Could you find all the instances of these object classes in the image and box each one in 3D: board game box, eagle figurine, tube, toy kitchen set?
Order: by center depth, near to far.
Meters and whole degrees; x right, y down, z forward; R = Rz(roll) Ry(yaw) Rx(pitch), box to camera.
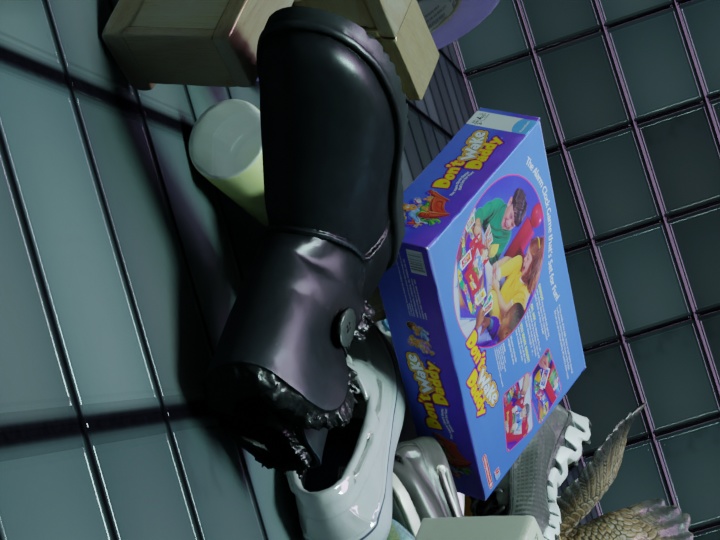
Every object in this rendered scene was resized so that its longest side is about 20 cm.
[{"bbox_3d":[-0.079,-0.136,1.145,0.181,0.162,0.200,-68,148,-31],"label":"toy kitchen set"},{"bbox_3d":[0.076,0.022,1.209,0.135,0.045,0.201,-47,137,-37],"label":"board game box"},{"bbox_3d":[-0.044,-0.045,1.222,0.058,0.052,0.200,-61,154,-5],"label":"tube"},{"bbox_3d":[0.164,0.208,1.576,0.152,0.199,0.152,52,20,-71],"label":"eagle figurine"}]

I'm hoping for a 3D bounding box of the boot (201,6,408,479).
[{"bbox_3d":[-0.030,-0.009,1.001,0.201,0.076,0.169,80,24,-50],"label":"boot"}]

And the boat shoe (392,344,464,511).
[{"bbox_3d":[0.041,0.130,1.300,0.066,0.074,0.201,24,51,-18],"label":"boat shoe"}]

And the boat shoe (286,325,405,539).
[{"bbox_3d":[-0.012,0.081,1.162,0.201,0.073,0.066,-98,171,-52],"label":"boat shoe"}]

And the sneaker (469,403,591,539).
[{"bbox_3d":[0.095,0.142,1.334,0.090,0.066,0.200,42,37,-10],"label":"sneaker"}]

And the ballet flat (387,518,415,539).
[{"bbox_3d":[0.030,0.241,1.149,0.074,0.074,0.201,-71,139,-75],"label":"ballet flat"}]

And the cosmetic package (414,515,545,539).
[{"bbox_3d":[0.051,0.237,1.045,0.104,0.073,0.200,66,33,-32],"label":"cosmetic package"}]

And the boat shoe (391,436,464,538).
[{"bbox_3d":[0.060,0.196,1.195,0.067,0.057,0.201,-11,-76,55],"label":"boat shoe"}]

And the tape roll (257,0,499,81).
[{"bbox_3d":[-0.007,-0.207,1.340,0.200,0.199,0.086,44,30,-71],"label":"tape roll"}]

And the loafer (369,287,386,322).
[{"bbox_3d":[0.000,0.000,1.210,0.076,0.068,0.200,36,7,36],"label":"loafer"}]

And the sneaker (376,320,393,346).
[{"bbox_3d":[0.013,0.060,1.416,0.082,0.073,0.201,-141,-144,-76],"label":"sneaker"}]

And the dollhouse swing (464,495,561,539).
[{"bbox_3d":[0.059,0.257,1.382,0.182,0.175,0.201,-47,-130,51],"label":"dollhouse swing"}]
